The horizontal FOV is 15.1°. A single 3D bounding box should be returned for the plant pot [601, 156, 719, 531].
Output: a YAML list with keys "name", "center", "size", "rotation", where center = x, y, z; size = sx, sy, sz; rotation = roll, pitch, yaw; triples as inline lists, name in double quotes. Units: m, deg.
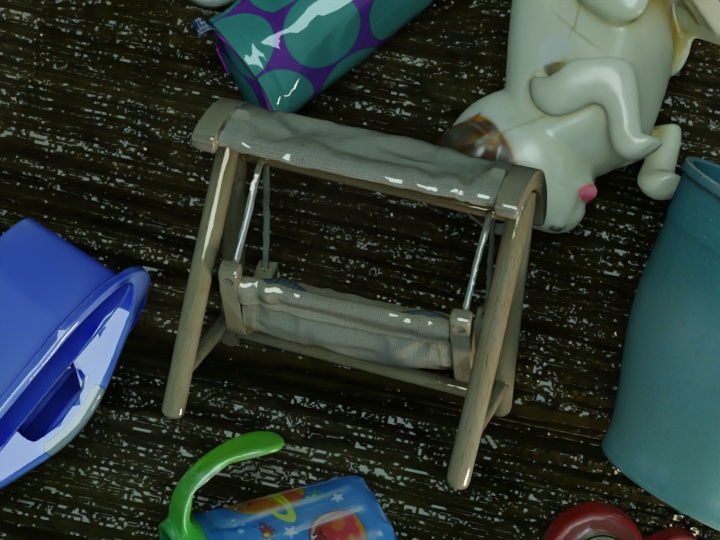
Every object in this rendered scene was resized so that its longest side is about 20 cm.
- name: "plant pot"
  center: [0.245, 0.058, 1.666]
  size: [0.199, 0.200, 0.189]
  rotation: [28, 100, 5]

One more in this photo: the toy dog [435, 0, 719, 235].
- name: "toy dog"
  center: [0.126, -0.115, 1.710]
  size: [0.193, 0.140, 0.200]
  rotation: [29, 85, 18]

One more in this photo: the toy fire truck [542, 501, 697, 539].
- name: "toy fire truck"
  center: [0.141, 0.253, 1.693]
  size: [0.199, 0.112, 0.168]
  rotation: [-27, 107, 0]

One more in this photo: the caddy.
- name: "caddy"
  center: [-0.212, 0.065, 1.699]
  size: [0.105, 0.141, 0.200]
  rotation: [39, 87, 11]

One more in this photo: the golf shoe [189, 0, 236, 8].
- name: "golf shoe"
  center: [-0.061, -0.263, 1.753]
  size: [0.072, 0.092, 0.200]
  rotation: [30, 87, 3]

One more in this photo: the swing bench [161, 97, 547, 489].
- name: "swing bench"
  center: [0.000, 0.000, 1.652]
  size: [0.198, 0.130, 0.201]
  rotation: [14, 115, 11]

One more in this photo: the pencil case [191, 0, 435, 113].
- name: "pencil case"
  center: [-0.007, -0.185, 1.746]
  size: [0.200, 0.085, 0.092]
  rotation: [-38, 44, -3]

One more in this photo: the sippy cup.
- name: "sippy cup"
  center: [-0.041, 0.194, 1.689]
  size: [0.130, 0.178, 0.140]
  rotation: [-22, 55, -12]
